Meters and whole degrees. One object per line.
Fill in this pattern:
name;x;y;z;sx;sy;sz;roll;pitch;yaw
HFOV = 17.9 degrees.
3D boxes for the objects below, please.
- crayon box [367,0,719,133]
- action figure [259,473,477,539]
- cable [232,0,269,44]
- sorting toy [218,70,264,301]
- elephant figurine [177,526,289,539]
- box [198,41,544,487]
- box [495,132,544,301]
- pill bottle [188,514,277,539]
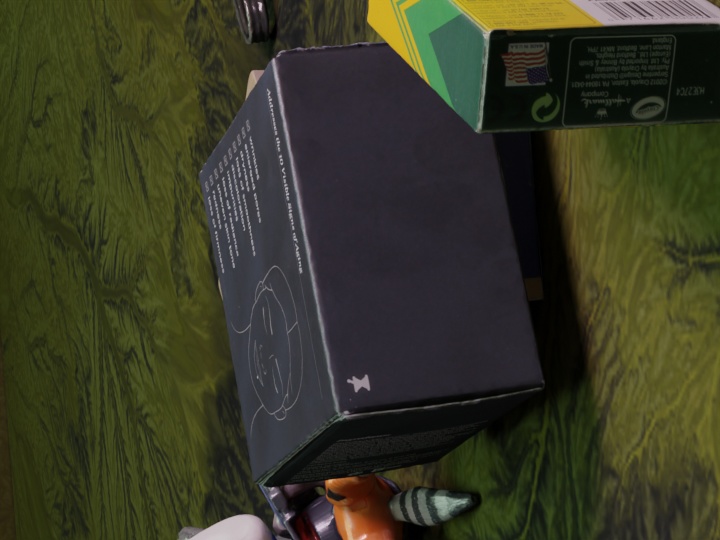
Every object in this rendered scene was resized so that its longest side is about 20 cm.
crayon box;0.082;-0.122;1.085;0.200;0.126;0.051;-125;35;-61
action figure;0.019;0.185;1.464;0.201;0.104;0.193;61;169;-2
cable;-0.114;-0.259;1.802;0.097;0.050;0.202;122;142;-63
sorting toy;-0.032;0.000;1.569;0.200;0.069;0.201;-112;25;-44
elephant figurine;-0.059;0.296;1.648;0.155;0.140;0.202;-62;-41;-67
box;0.000;0.000;1.276;0.197;0.123;0.202;132;129;-69
box;0.064;-0.082;1.308;0.121;0.032;0.202;175;92;-73
pill bottle;-0.056;0.272;1.507;0.201;0.113;0.114;55;168;-14
